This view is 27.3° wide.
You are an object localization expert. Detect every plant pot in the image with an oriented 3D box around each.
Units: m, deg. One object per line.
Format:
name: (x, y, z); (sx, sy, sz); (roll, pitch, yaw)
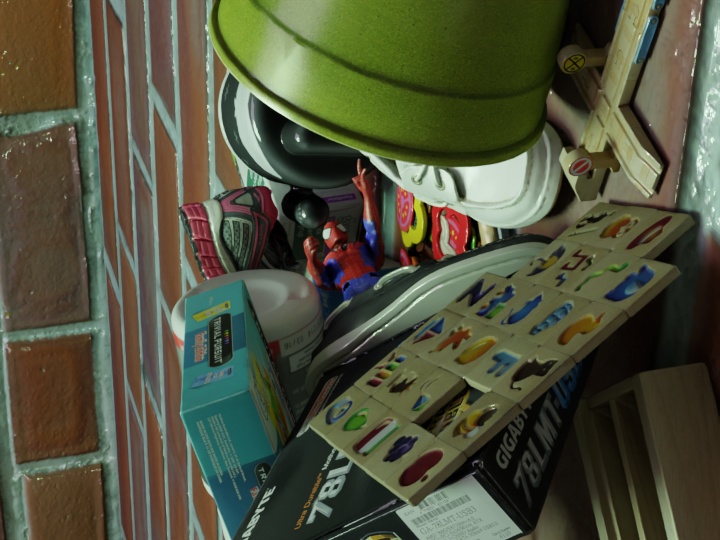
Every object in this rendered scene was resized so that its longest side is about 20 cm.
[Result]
plant pot: (0.037, -0.192, 0.784); (0.201, 0.199, 0.194); (-115, 35, -46)

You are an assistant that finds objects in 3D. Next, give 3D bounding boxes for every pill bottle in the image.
pill bottle: (-0.074, 0.111, 1.135); (0.114, 0.113, 0.202); (-131, 30, -62)

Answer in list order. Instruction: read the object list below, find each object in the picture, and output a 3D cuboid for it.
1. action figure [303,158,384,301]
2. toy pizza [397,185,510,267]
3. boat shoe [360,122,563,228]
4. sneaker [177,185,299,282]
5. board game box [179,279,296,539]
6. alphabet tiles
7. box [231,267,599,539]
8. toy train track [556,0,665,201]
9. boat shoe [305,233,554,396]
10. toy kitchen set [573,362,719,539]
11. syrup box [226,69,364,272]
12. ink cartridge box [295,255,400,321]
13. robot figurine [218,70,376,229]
action figure: (0.000, 0.000, 1.054); (0.200, 0.065, 0.100); (-120, 10, -57)
toy pizza: (0.058, -0.002, 1.034); (0.200, 0.031, 0.202); (173, 90, -74)
boat shoe: (0.051, -0.070, 0.920); (0.200, 0.069, 0.071); (20, 100, 62)
sneaker: (-0.084, 0.004, 1.210); (0.200, 0.074, 0.081); (70, 179, -62)
board game box: (-0.068, 0.110, 0.960); (0.200, 0.047, 0.152); (-107, -2, -71)
alphabet tiles: (0.072, 0.032, 0.749); (0.008, 0.200, 0.167); (53, 170, -15)
box: (0.028, 0.091, 0.791); (0.198, 0.200, 0.050); (-29, 108, 35)
toy train track: (0.126, -0.114, 0.751); (0.201, 0.032, 0.115); (102, 155, -45)
boat shoe: (0.046, 0.023, 0.918); (0.200, 0.074, 0.061); (-36, 30, 34)
toy kitchen set: (0.074, 0.165, 0.751); (0.163, 0.198, 0.182); (135, 126, -69)
syrup box: (-0.063, -0.096, 1.319); (0.079, 0.081, 0.201); (99, 158, -48)
ink cartridge box: (0.000, 0.092, 1.207); (0.116, 0.067, 0.202); (-160, 63, -72)
robot figurine: (-0.040, -0.127, 1.162); (0.125, 0.151, 0.200); (41, 173, -17)
